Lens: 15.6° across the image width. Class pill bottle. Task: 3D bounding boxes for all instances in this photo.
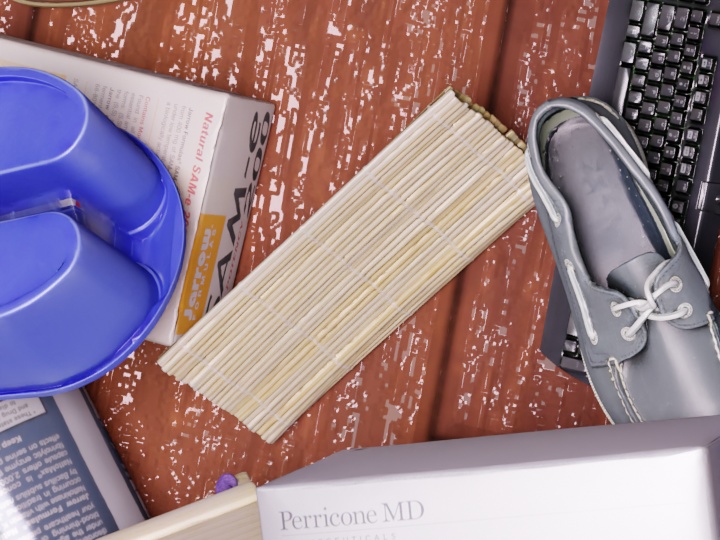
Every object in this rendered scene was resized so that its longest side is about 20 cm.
[{"bbox_3d":[-0.159,0.143,1.298,0.119,0.120,0.201,-30,82,15],"label":"pill bottle"}]

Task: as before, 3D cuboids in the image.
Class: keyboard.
[{"bbox_3d":[0.156,-0.037,1.242,0.126,0.021,0.201,13,95,27],"label":"keyboard"}]

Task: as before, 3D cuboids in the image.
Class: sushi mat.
[{"bbox_3d":[0.000,0.000,1.268,0.200,0.096,0.012,-42,42,14],"label":"sushi mat"}]

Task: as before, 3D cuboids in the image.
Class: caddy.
[{"bbox_3d":[-0.182,-0.011,1.236,0.199,0.105,0.142,-6,66,17],"label":"caddy"}]

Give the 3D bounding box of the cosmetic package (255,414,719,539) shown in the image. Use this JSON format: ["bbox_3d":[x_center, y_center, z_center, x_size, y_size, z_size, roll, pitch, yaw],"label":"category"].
[{"bbox_3d":[0.076,0.174,1.139,0.198,0.123,0.201,-7,90,19],"label":"cosmetic package"}]

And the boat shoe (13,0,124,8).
[{"bbox_3d":[-0.103,-0.178,1.304,0.199,0.068,0.073,-10,88,17],"label":"boat shoe"}]

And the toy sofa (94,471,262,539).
[{"bbox_3d":[-0.057,0.202,1.236,0.082,0.098,0.201,-20,113,-8],"label":"toy sofa"}]

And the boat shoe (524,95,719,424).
[{"bbox_3d":[0.123,0.010,1.205,0.072,0.062,0.201,-24,73,13],"label":"boat shoe"}]

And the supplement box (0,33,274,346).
[{"bbox_3d":[-0.156,-0.048,1.319,0.199,0.073,0.127,16,95,16],"label":"supplement box"}]
